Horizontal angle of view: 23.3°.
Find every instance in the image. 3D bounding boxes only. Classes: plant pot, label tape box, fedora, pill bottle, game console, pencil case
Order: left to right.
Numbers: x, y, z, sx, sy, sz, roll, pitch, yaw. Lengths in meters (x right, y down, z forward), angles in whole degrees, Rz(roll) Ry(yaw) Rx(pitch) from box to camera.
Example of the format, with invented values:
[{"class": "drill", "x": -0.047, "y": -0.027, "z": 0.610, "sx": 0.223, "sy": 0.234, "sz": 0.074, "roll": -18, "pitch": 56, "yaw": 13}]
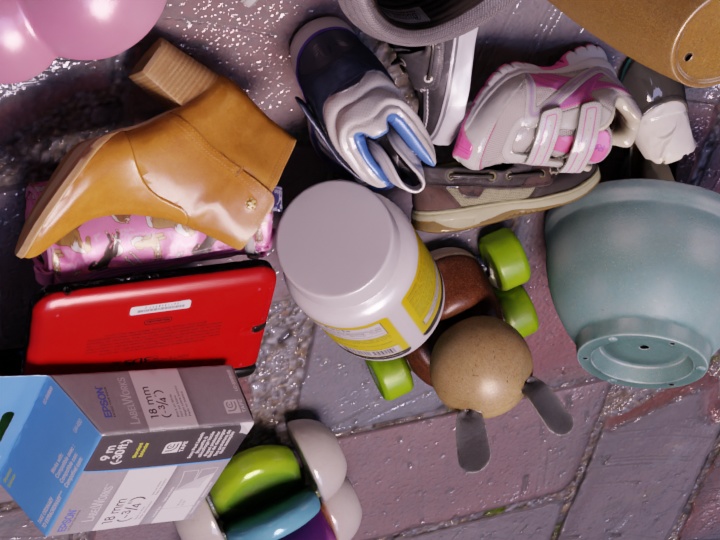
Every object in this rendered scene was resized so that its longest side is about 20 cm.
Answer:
[{"class": "label tape box", "x": -0.203, "y": 0.143, "z": 1.364, "sx": 0.198, "sy": 0.064, "sz": 0.145, "roll": -2, "pitch": 142, "yaw": -34}, {"class": "game console", "x": -0.188, "y": 0.035, "z": 1.396, "sx": 0.198, "sy": 0.119, "sz": 0.173, "roll": -8, "pitch": 135, "yaw": -26}, {"class": "pencil case", "x": -0.162, "y": -0.039, "z": 1.350, "sx": 0.198, "sy": 0.087, "sz": 0.084, "roll": -10, "pitch": 118, "yaw": -21}, {"class": "pill bottle", "x": 0.000, "y": 0.000, "z": 1.434, "sx": 0.114, "sy": 0.115, "sz": 0.200, "roll": -32, "pitch": 161, "yaw": 2}, {"class": "fedora", "x": 0.054, "y": -0.254, "z": 1.226, "sx": 0.199, "sy": 0.090, "sz": 0.177, "roll": -38, "pitch": 143, "yaw": -2}, {"class": "plant pot", "x": 0.260, "y": 0.024, "z": 1.582, "sx": 0.198, "sy": 0.135, "sz": 0.201, "roll": 8, "pitch": 154, "yaw": 4}, {"class": "plant pot", "x": 0.220, "y": -0.234, "z": 1.295, "sx": 0.185, "sy": 0.201, "sz": 0.187, "roll": -17, "pitch": 139, "yaw": -15}]

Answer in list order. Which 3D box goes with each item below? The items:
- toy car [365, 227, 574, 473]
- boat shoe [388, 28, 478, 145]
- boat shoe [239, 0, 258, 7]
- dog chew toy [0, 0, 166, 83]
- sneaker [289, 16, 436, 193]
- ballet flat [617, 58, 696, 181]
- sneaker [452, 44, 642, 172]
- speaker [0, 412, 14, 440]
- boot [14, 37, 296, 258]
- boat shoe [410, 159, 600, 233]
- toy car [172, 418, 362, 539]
[{"class": "toy car", "x": 0.107, "y": 0.091, "z": 1.575, "sx": 0.163, "sy": 0.201, "sz": 0.158, "roll": -24, "pitch": 141, "yaw": -7}, {"class": "boat shoe", "x": 0.055, "y": -0.180, "z": 1.360, "sx": 0.066, "sy": 0.070, "sz": 0.201, "roll": 2, "pitch": 140, "yaw": -6}, {"class": "boat shoe", "x": -0.050, "y": -0.274, "z": 1.193, "sx": 0.064, "sy": 0.075, "sz": 0.203, "roll": 29, "pitch": 127, "yaw": 1}, {"class": "dog chew toy", "x": -0.227, "y": -0.180, "z": 1.138, "sx": 0.198, "sy": 0.125, "sz": 0.125, "roll": -23, "pitch": 142, "yaw": 4}, {"class": "sneaker", "x": 0.014, "y": -0.091, "z": 1.360, "sx": 0.080, "sy": 0.147, "sz": 0.201, "roll": -29, "pitch": 141, "yaw": -1}, {"class": "ballet flat", "x": 0.269, "y": -0.109, "z": 1.568, "sx": 0.067, "sy": 0.069, "sz": 0.201, "roll": -21, "pitch": 141, "yaw": -11}, {"class": "sneaker", "x": 0.161, "y": -0.123, "z": 1.432, "sx": 0.199, "sy": 0.088, "sz": 0.082, "roll": -24, "pitch": 145, "yaw": -36}, {"class": "speaker", "x": -0.212, "y": 0.126, "z": 1.488, "sx": 0.199, "sy": 0.089, "sz": 0.089, "roll": 3, "pitch": 132, "yaw": -45}, {"class": "boot", "x": -0.145, "y": -0.055, "z": 1.283, "sx": 0.144, "sy": 0.071, "sz": 0.202, "roll": 40, "pitch": 79, "yaw": -19}, {"class": "boat shoe", "x": 0.127, "y": -0.084, "z": 1.502, "sx": 0.200, "sy": 0.072, "sz": 0.067, "roll": -18, "pitch": 112, "yaw": -31}, {"class": "toy car", "x": -0.078, "y": 0.254, "z": 1.675, "sx": 0.174, "sy": 0.151, "sz": 0.201, "roll": -24, "pitch": 141, "yaw": -7}]
